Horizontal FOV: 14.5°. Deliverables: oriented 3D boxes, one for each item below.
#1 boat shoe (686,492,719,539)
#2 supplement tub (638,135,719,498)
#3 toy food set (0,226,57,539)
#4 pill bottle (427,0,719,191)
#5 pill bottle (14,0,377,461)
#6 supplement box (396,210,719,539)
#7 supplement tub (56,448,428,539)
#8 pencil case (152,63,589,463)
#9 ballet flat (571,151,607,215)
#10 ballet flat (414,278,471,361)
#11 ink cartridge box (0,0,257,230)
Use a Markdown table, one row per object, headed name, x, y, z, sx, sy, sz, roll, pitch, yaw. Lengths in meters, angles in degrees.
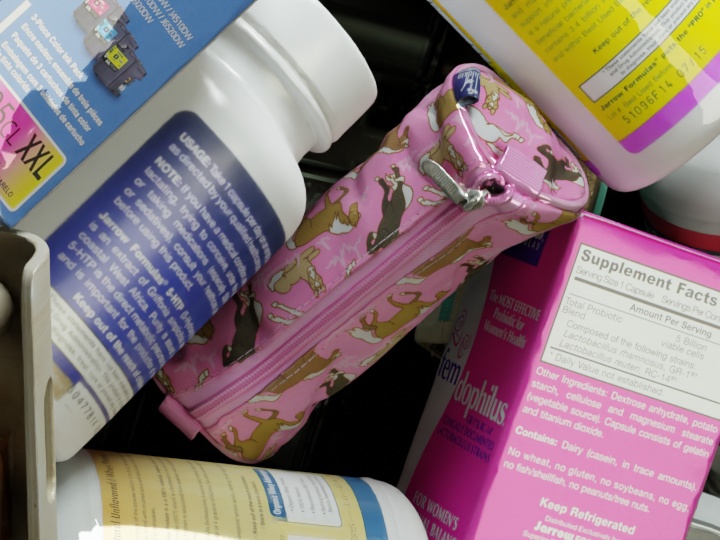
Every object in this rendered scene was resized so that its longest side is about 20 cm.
| name | x | y | z | sx | sy | sz | roll | pitch | yaw |
| --- | --- | --- | --- | --- | --- | --- | --- | --- | --- |
| boat shoe | 0.190 | 0.171 | 1.353 | 0.200 | 0.057 | 0.069 | 36 | 129 | -25 |
| supplement tub | 0.213 | 0.016 | 1.353 | 0.140 | 0.140 | 0.201 | -26 | 120 | -24 |
| toy food set | -0.200 | 0.050 | 1.061 | 0.060 | 0.199 | 0.144 | -34 | 129 | -56 |
| pill bottle | 0.079 | -0.136 | 1.195 | 0.200 | 0.104 | 0.104 | 45 | 79 | -10 |
| pill bottle | -0.092 | -0.032 | 1.138 | 0.200 | 0.120 | 0.120 | -45 | 126 | -12 |
| supplement box | 0.088 | 0.076 | 1.230 | 0.103 | 0.101 | 0.201 | 20 | 91 | -19 |
| supplement tub | -0.082 | 0.149 | 1.176 | 0.199 | 0.145 | 0.145 | 8 | 104 | -17 |
| pencil case | 0.000 | 0.000 | 1.188 | 0.200 | 0.083 | 0.086 | -39 | 146 | 22 |
| ballet flat | 0.095 | -0.095 | 1.290 | 0.065 | 0.071 | 0.201 | 14 | 97 | -11 |
| ballet flat | 0.090 | 0.068 | 1.329 | 0.070 | 0.069 | 0.200 | -50 | 124 | -9 |
| ink cartridge box | -0.108 | -0.120 | 1.082 | 0.200 | 0.136 | 0.076 | -43 | 120 | -14 |
